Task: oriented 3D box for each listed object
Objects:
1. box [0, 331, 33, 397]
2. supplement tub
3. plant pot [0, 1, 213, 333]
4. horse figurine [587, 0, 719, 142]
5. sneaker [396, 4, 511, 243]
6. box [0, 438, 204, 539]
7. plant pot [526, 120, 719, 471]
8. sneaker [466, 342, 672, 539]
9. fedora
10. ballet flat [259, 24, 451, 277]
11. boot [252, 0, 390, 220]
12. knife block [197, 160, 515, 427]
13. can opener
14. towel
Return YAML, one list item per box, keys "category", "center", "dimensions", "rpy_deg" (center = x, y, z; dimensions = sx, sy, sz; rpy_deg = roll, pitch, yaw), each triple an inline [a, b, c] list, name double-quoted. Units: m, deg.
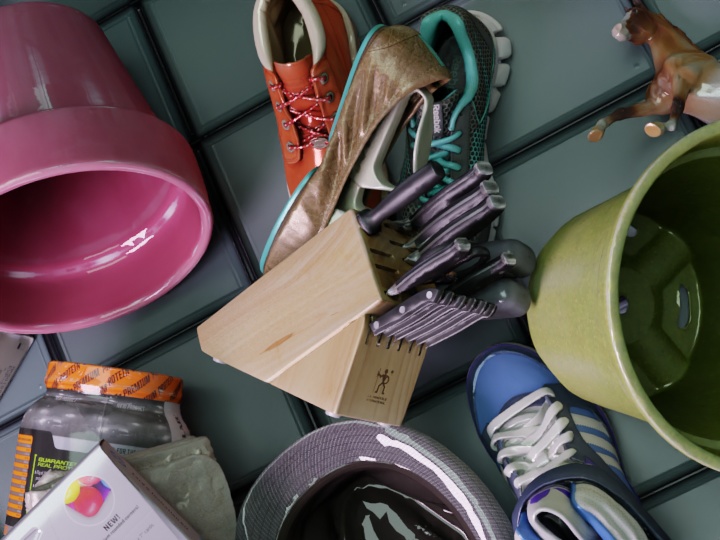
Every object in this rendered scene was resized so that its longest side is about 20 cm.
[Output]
- category: "box"
  center: [-0.356, 0.028, 1.213]
  dimensions: [0.199, 0.095, 0.078]
  rpy_deg: [31, 92, 21]
- category: "supplement tub"
  center: [-0.183, 0.168, 1.120]
  dimensions: [0.122, 0.122, 0.201]
  rpy_deg: [6, 84, 18]
- category: "plant pot"
  center: [-0.222, -0.081, 1.146]
  dimensions: [0.199, 0.200, 0.180]
  rpy_deg: [-28, 59, 12]
- category: "horse figurine"
  center: [0.241, -0.104, 1.046]
  dimensions: [0.199, 0.133, 0.050]
  rpy_deg: [20, 131, 19]
- category: "sneaker"
  center: [0.053, -0.088, 1.101]
  dimensions: [0.077, 0.091, 0.201]
  rpy_deg: [1, 82, 19]
- category: "box"
  center: [-0.146, 0.231, 1.001]
  dimensions: [0.156, 0.041, 0.200]
  rpy_deg: [-45, 95, -3]
- category: "plant pot"
  center: [0.195, 0.019, 0.971]
  dimensions: [0.199, 0.184, 0.202]
  rpy_deg: [1, 86, -19]
- category: "sneaker"
  center: [0.122, 0.125, 1.016]
  dimensions: [0.080, 0.146, 0.201]
  rpy_deg: [-34, 74, 10]
- category: "fedora"
  center: [0.022, 0.195, 1.067]
  dimensions: [0.200, 0.090, 0.177]
  rpy_deg: [45, 98, 12]
- category: "ballet flat"
  center: [0.002, -0.061, 1.059]
  dimensions: [0.072, 0.068, 0.201]
  rpy_deg: [33, 107, 17]
- category: "boot"
  center: [-0.033, -0.103, 1.124]
  dimensions: [0.075, 0.107, 0.201]
  rpy_deg: [-14, 80, 12]
- category: "knife block"
  center: [0.000, 0.000, 1.024]
  dimensions: [0.199, 0.064, 0.177]
  rpy_deg: [20, 92, 45]
- category: "can opener"
  center: [0.034, 0.015, 1.073]
  dimensions: [0.199, 0.066, 0.053]
  rpy_deg: [-10, 66, 43]
- category: "towel"
  center: [-0.136, 0.217, 1.053]
  dimensions: [0.132, 0.034, 0.201]
  rpy_deg: [-12, 91, -19]
